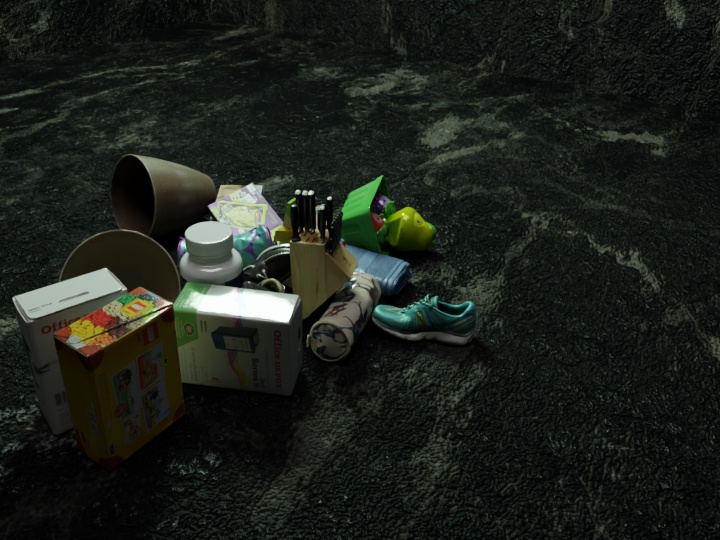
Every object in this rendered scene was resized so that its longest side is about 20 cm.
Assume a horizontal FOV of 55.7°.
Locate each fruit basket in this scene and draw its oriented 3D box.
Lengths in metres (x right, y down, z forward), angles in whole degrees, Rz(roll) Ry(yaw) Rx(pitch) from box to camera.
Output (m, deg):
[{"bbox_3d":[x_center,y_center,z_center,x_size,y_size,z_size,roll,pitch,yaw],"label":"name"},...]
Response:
[{"bbox_3d":[0.065,-0.109,1.516,0.210,0.159,0.217,-14,26,7],"label":"fruit basket"}]

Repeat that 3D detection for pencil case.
[{"bbox_3d":[-0.268,-0.036,1.374,0.194,0.095,0.085,-9,-10,4],"label":"pencil case"},{"bbox_3d":[-0.030,0.081,1.238,0.087,0.080,0.201,0,28,20],"label":"pencil case"}]

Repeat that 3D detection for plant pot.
[{"bbox_3d":[-0.434,-0.168,1.555,0.185,0.192,0.197,26,24,35],"label":"plant pot"},{"bbox_3d":[-0.420,0.042,1.197,0.195,0.206,0.134,-10,-3,-20],"label":"plant pot"}]

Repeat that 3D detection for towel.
[{"bbox_3d":[0.000,0.000,1.406,0.195,0.050,0.112,17,33,21],"label":"towel"}]

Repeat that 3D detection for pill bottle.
[{"bbox_3d":[-0.258,0.025,1.192,0.108,0.205,0.112,1,29,-1],"label":"pill bottle"}]

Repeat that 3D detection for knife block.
[{"bbox_3d":[-0.097,-0.034,1.226,0.176,0.199,0.064,46,30,-8],"label":"knife block"}]

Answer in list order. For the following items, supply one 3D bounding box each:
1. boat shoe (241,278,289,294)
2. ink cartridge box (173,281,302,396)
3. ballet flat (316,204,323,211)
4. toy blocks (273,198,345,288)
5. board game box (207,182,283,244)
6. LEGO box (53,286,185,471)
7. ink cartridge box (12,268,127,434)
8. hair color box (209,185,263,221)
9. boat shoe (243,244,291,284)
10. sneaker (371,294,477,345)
[{"bbox_3d":[-0.159,0.049,1.227,0.071,0.067,0.200,17,5,15],"label":"boat shoe"},{"bbox_3d":[-0.196,0.111,1.106,0.194,0.149,0.088,6,31,5],"label":"ink cartridge box"},{"bbox_3d":[-0.103,-0.080,1.424,0.070,0.201,0.074,2,72,-6],"label":"ballet flat"},{"bbox_3d":[-0.093,-0.025,1.327,0.135,0.203,0.100,29,38,15],"label":"toy blocks"},{"bbox_3d":[-0.233,-0.092,1.472,0.118,0.033,0.201,-27,62,-24],"label":"board game box"},{"bbox_3d":[-0.335,0.153,0.970,0.076,0.205,0.148,20,34,27],"label":"LEGO box"},{"bbox_3d":[-0.418,0.118,1.022,0.144,0.205,0.082,-20,36,-35],"label":"ink cartridge box"},{"bbox_3d":[-0.287,-0.132,1.594,0.106,0.066,0.201,0,29,-4],"label":"hair color box"},{"bbox_3d":[-0.196,0.016,1.285,0.196,0.075,0.061,-22,27,13],"label":"boat shoe"},{"bbox_3d":[0.118,0.079,1.250,0.194,0.082,0.078,4,30,4],"label":"sneaker"}]
